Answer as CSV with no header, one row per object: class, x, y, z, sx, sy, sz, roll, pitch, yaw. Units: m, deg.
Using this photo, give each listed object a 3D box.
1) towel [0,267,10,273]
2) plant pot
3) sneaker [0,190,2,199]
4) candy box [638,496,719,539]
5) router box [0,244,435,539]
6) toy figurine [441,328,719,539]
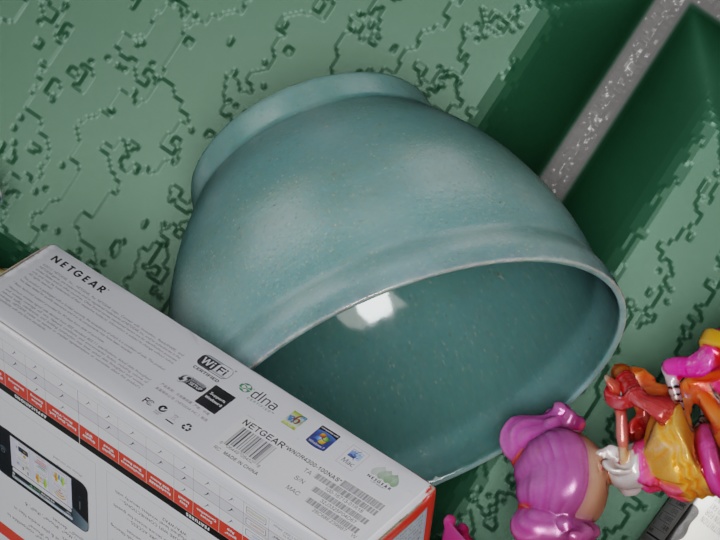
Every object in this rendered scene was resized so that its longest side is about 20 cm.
towel,-0.229,0.073,0.920,0.198,0.022,0.148,-4,81,-2
plant pot,0.000,0.000,0.861,0.199,0.201,0.135,-21,62,-1
sneaker,-0.242,0.015,0.873,0.145,0.081,0.201,18,64,10
candy box,0.220,0.121,0.911,0.136,0.061,0.201,36,89,2
router box,-0.070,0.112,0.783,0.199,0.181,0.049,30,46,26
toy figurine,0.123,0.097,0.836,0.182,0.150,0.202,-12,61,14
